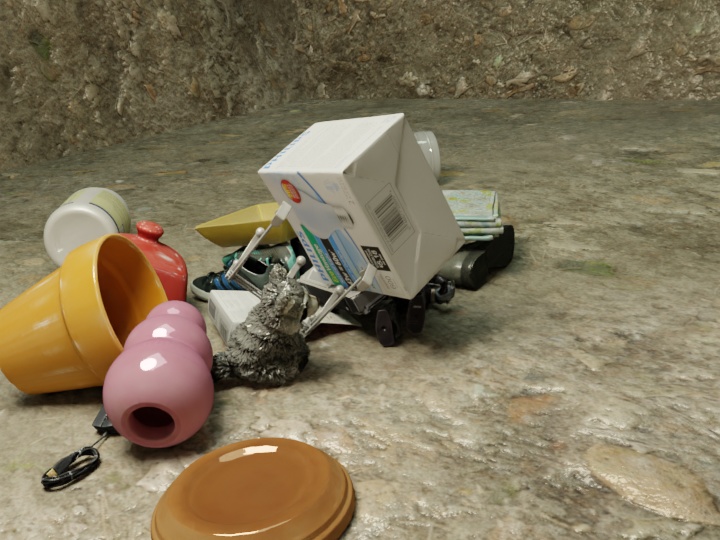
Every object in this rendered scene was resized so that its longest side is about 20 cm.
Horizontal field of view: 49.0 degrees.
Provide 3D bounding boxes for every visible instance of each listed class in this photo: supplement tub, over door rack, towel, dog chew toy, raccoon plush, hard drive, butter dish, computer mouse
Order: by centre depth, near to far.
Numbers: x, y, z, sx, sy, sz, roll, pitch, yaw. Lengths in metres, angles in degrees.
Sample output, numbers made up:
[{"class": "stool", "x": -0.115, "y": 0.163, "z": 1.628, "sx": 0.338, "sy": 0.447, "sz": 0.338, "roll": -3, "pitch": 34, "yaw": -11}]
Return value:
[{"class": "computer mouse", "x": -0.307, "y": 0.185, "z": 0.926, "sx": 0.058, "sy": 0.034, "sz": 0.200, "roll": -1, "pitch": 21, "yaw": 14}, {"class": "dog chew toy", "x": -0.229, "y": 0.110, "z": 0.935, "sx": 0.123, "sy": 0.126, "sz": 0.201, "roll": -6, "pitch": 35, "yaw": 2}, {"class": "raccoon plush", "x": -0.141, "y": 0.084, "z": 0.987, "sx": 0.199, "sy": 0.135, "sz": 0.097, "roll": -30, "pitch": 51, "yaw": -19}, {"class": "over door rack", "x": -0.078, "y": -0.004, "z": 1.034, "sx": 0.200, "sy": 0.147, "sz": 0.067, "roll": -40, "pitch": 18, "yaw": 52}, {"class": "hard drive", "x": 0.000, "y": 0.000, "z": 1.176, "sx": 0.139, "sy": 0.038, "sz": 0.199, "roll": -38, "pitch": 23, "yaw": -18}, {"class": "butter dish", "x": -0.348, "y": -0.005, "z": 1.242, "sx": 0.198, "sy": 0.149, "sz": 0.199, "roll": 15, "pitch": 10, "yaw": -24}, {"class": "towel", "x": 0.139, "y": -0.092, "z": 1.326, "sx": 0.197, "sy": 0.049, "sz": 0.171, "roll": 1, "pitch": 21, "yaw": 9}, {"class": "supplement tub", "x": -0.548, "y": -0.087, "z": 1.606, "sx": 0.143, "sy": 0.147, "sz": 0.200, "roll": -8, "pitch": 19, "yaw": -3}, {"class": "supplement tub", "x": 0.083, "y": -0.261, "z": 1.912, "sx": 0.197, "sy": 0.134, "sz": 0.132, "roll": -9, "pitch": 19, "yaw": -10}]

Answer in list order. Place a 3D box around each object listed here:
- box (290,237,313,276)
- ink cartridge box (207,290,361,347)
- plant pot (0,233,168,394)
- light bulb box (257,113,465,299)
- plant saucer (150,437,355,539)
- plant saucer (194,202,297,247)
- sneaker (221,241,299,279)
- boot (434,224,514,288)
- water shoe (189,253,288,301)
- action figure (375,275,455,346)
[{"class": "box", "x": -0.002, "y": -0.032, "z": 1.372, "sx": 0.198, "sy": 0.080, "sz": 0.141, "roll": -16, "pitch": 18, "yaw": -27}, {"class": "ink cartridge box", "x": -0.119, "y": 0.075, "z": 1.193, "sx": 0.198, "sy": 0.051, "sz": 0.162, "roll": 5, "pitch": 13, "yaw": -23}, {"class": "plant pot", "x": -0.374, "y": 0.077, "z": 1.050, "sx": 0.181, "sy": 0.202, "sz": 0.200, "roll": -20, "pitch": 18, "yaw": 9}, {"class": "light bulb box", "x": 0.000, "y": -0.085, "z": 1.040, "sx": 0.125, "sy": 0.199, "sz": 0.199, "roll": -43, "pitch": 28, "yaw": -25}, {"class": "plant saucer", "x": -0.104, "y": 0.218, "z": 0.760, "sx": 0.197, "sy": 0.038, "sz": 0.200, "roll": -6, "pitch": 19, "yaw": 2}, {"class": "plant saucer", "x": -0.159, "y": -0.084, "z": 1.411, "sx": 0.198, "sy": 0.049, "sz": 0.200, "roll": -4, "pitch": 14, "yaw": 30}, {"class": "sneaker", "x": -0.177, "y": -0.008, "z": 1.384, "sx": 0.091, "sy": 0.078, "sz": 0.199, "roll": -22, "pitch": 15, "yaw": -29}, {"class": "boot", "x": 0.172, "y": -0.033, "z": 1.333, "sx": 0.129, "sy": 0.069, "sz": 0.199, "roll": 8, "pitch": 26, "yaw": 34}, {"class": "water shoe", "x": -0.201, "y": 0.007, "z": 1.324, "sx": 0.198, "sy": 0.080, "sz": 0.071, "roll": 2, "pitch": 21, "yaw": 25}, {"class": "action figure", "x": 0.074, "y": 0.040, "z": 1.161, "sx": 0.128, "sy": 0.070, "sz": 0.200, "roll": -8, "pitch": 16, "yaw": 13}]
